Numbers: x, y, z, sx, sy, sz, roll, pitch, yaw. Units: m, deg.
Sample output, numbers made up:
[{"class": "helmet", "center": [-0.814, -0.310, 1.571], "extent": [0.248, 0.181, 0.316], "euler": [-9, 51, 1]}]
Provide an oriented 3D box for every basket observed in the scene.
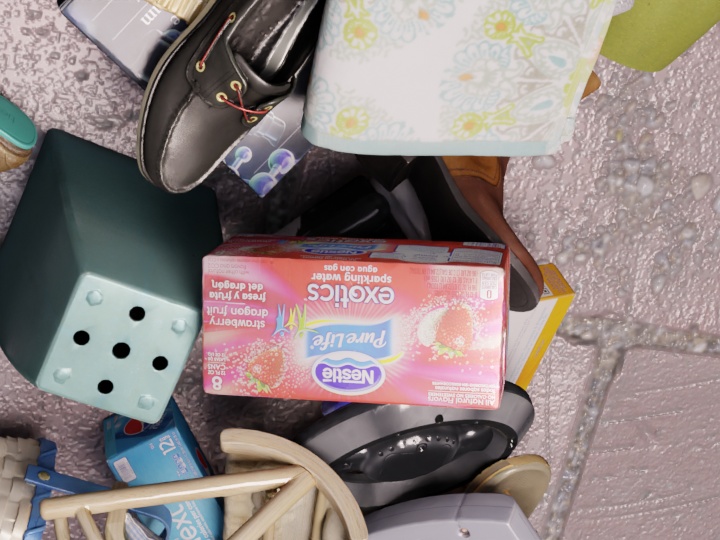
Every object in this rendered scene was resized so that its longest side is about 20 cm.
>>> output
[{"class": "basket", "center": [-0.267, 0.216, 1.084], "extent": [0.199, 0.140, 0.177], "euler": [27, 119, -17]}]

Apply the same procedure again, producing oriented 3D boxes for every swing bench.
[{"class": "swing bench", "center": [-0.110, 0.224, 1.002], "extent": [0.199, 0.130, 0.200], "euler": [-22, 148, -22]}]

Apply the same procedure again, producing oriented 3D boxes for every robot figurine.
[{"class": "robot figurine", "center": [0.000, 0.001, 1.078], "extent": [0.199, 0.150, 0.125], "euler": [-34, 104, 1]}]

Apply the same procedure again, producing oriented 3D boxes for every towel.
[{"class": "towel", "center": [0.068, -0.154, 0.909], "extent": [0.198, 0.048, 0.172], "euler": [-1, 132, -18]}]

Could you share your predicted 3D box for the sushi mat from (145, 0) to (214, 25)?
[{"class": "sushi mat", "center": [-0.086, -0.256, 0.890], "extent": [0.095, 0.012, 0.201], "euler": [26, 103, -24]}]

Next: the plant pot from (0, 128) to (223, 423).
[{"class": "plant pot", "center": [-0.179, 0.013, 0.994], "extent": [0.140, 0.200, 0.142], "euler": [20, 106, -22]}]

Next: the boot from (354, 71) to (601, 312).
[{"class": "boot", "center": [0.113, -0.089, 1.034], "extent": [0.188, 0.069, 0.200], "euler": [45, 57, 7]}]

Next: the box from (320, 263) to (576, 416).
[{"class": "box", "center": [0.059, 0.060, 1.059], "extent": [0.198, 0.042, 0.120], "euler": [-7, 138, -28]}]

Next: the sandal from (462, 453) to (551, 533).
[{"class": "sandal", "center": [0.107, 0.225, 1.113], "extent": [0.080, 0.054, 0.201], "euler": [-3, 130, -35]}]

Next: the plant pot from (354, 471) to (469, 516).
[{"class": "plant pot", "center": [0.001, 0.215, 1.188], "extent": [0.199, 0.093, 0.203], "euler": [-5, 113, -13]}]

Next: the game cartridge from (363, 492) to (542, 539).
[{"class": "game cartridge", "center": [0.063, 0.240, 1.084], "extent": [0.199, 0.041, 0.134], "euler": [-21, 116, 35]}]

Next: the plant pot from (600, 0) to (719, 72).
[{"class": "plant pot", "center": [0.231, -0.257, 1.019], "extent": [0.185, 0.188, 0.201], "euler": [14, 123, -20]}]

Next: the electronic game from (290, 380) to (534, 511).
[{"class": "electronic game", "center": [0.035, 0.131, 1.037], "extent": [0.198, 0.042, 0.201], "euler": [-12, 152, -7]}]

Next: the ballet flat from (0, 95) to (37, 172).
[{"class": "ballet flat", "center": [-0.321, -0.135, 0.977], "extent": [0.072, 0.068, 0.200], "euler": [-33, 123, 22]}]

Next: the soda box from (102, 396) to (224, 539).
[{"class": "soda box", "center": [-0.144, 0.205, 1.158], "extent": [0.064, 0.068, 0.201], "euler": [-24, 117, -3]}]

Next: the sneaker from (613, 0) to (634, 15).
[{"class": "sneaker", "center": [0.099, -0.233, 0.993], "extent": [0.198, 0.075, 0.115], "euler": [7, 108, 28]}]

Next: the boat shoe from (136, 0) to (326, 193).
[{"class": "boat shoe", "center": [-0.081, -0.133, 0.911], "extent": [0.073, 0.063, 0.202], "euler": [24, 107, -42]}]

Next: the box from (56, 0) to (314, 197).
[{"class": "box", "center": [-0.096, -0.181, 0.986], "extent": [0.148, 0.107, 0.200], "euler": [-45, 117, 6]}]

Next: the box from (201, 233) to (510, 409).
[{"class": "box", "center": [0.000, 0.031, 0.923], "extent": [0.198, 0.100, 0.097], "euler": [2, 100, 7]}]
